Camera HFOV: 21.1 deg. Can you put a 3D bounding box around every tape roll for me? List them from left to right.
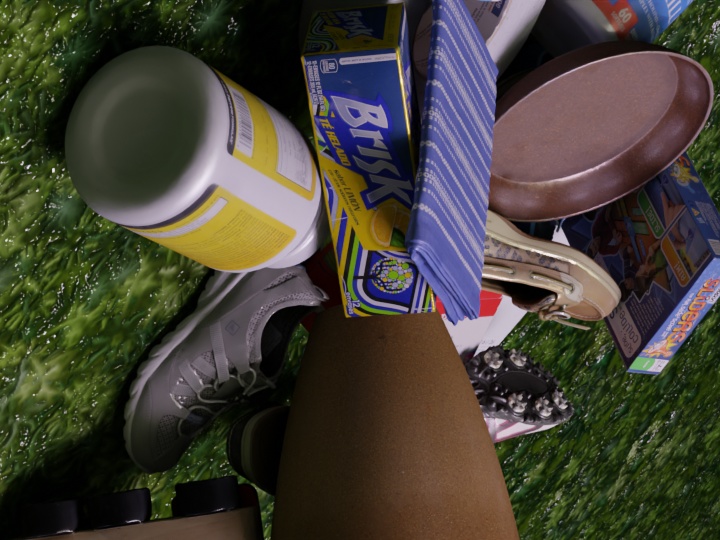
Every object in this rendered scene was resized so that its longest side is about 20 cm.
[{"bbox_3d":[0.050,-0.193,1.347,0.200,0.066,0.201,-38,151,-26],"label":"tape roll"}]

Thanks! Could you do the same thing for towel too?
[{"bbox_3d":[0.060,-0.078,1.291,0.145,0.024,0.201,52,40,-62],"label":"towel"}]

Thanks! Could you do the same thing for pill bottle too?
[{"bbox_3d":[-0.093,-0.062,1.233,0.112,0.112,0.200,-54,153,4],"label":"pill bottle"},{"bbox_3d":[0.220,-0.250,1.490,0.200,0.112,0.112,-45,152,-12],"label":"pill bottle"}]

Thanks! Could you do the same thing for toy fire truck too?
[{"bbox_3d":[-0.153,0.225,1.452,0.176,0.129,0.200,-9,176,2],"label":"toy fire truck"}]

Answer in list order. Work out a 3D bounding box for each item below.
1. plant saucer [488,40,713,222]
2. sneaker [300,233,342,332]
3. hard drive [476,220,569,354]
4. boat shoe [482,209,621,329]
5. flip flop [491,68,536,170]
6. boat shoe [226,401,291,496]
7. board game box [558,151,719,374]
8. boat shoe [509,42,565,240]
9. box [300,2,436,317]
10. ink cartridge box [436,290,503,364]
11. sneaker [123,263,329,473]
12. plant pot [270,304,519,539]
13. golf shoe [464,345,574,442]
[{"bbox_3d":[0.169,-0.110,1.468,0.200,0.035,0.200,-17,149,-11],"label":"plant saucer"},{"bbox_3d":[0.000,0.000,1.450,0.077,0.085,0.200,-8,146,-26],"label":"sneaker"},{"bbox_3d":[0.114,0.027,1.724,0.200,0.025,0.132,-51,155,19],"label":"hard drive"},{"bbox_3d":[0.120,0.005,1.520,0.200,0.073,0.063,24,68,-29],"label":"boat shoe"},{"bbox_3d":[0.062,-0.101,1.496,0.200,0.058,0.081,-33,146,-2],"label":"flip flop"},{"bbox_3d":[-0.065,0.137,1.492,0.201,0.066,0.072,9,86,-69],"label":"boat shoe"},{"bbox_3d":[0.228,-0.034,1.580,0.034,0.200,0.135,7,134,-29],"label":"board game box"},{"bbox_3d":[0.158,-0.084,1.577,0.068,0.084,0.200,-5,120,-23],"label":"boat shoe"},{"bbox_3d":[0.009,-0.070,1.272,0.070,0.064,0.200,-82,165,-56],"label":"box"},{"bbox_3d":[0.037,0.052,1.603,0.116,0.067,0.200,-2,126,-42],"label":"ink cartridge box"},{"bbox_3d":[-0.101,0.071,1.414,0.200,0.082,0.075,-57,153,10],"label":"sneaker"},{"bbox_3d":[0.020,0.128,1.407,0.186,0.186,0.201,27,56,-63],"label":"plant pot"},{"bbox_3d":[0.089,0.116,1.612,0.200,0.077,0.088,1,141,-40],"label":"golf shoe"}]
